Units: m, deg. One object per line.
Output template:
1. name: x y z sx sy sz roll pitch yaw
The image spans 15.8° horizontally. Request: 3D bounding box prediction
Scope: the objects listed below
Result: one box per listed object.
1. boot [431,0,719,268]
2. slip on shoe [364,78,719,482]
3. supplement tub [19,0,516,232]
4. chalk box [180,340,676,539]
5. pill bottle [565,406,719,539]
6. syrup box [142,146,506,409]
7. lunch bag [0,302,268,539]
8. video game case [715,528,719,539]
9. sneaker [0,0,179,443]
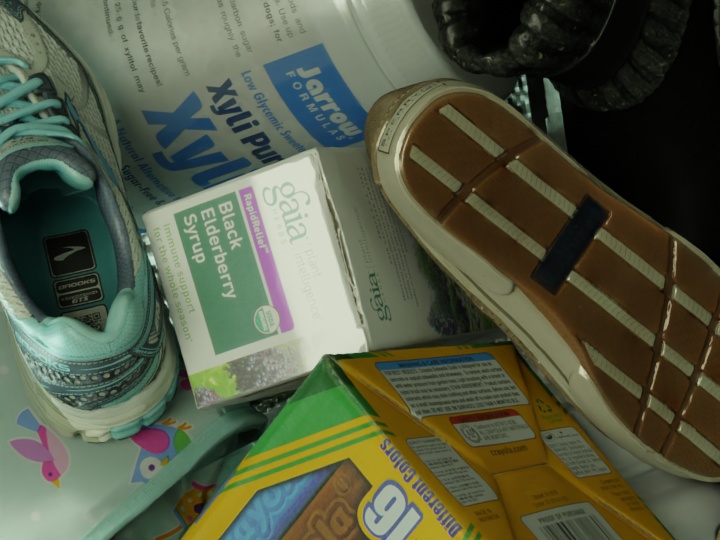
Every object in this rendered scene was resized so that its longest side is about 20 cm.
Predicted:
1. boot: 0.093 -0.071 1.015 0.079 0.158 0.211 -6 89 26
2. slip on shoe: 0.077 0.003 0.984 0.200 0.061 0.076 39 82 -21
3. supplement tub: -0.049 -0.099 1.088 0.200 0.132 0.132 -18 84 26
4. chalk box: 0.002 0.139 0.971 0.124 0.125 0.200 51 117 23
5. pill bottle: 0.115 0.153 1.040 0.114 0.114 0.200 -24 82 24
6. syrup box: 0.000 0.000 1.039 0.081 0.200 0.079 -19 85 24
7. lunch bag: -0.155 0.078 1.038 0.170 0.122 0.200 43 91 21
8. video game case: 0.249 0.068 0.936 0.200 0.023 0.182 28 108 21
9. sneaker: -0.120 -0.039 0.977 0.078 0.086 0.200 -24 70 -11
